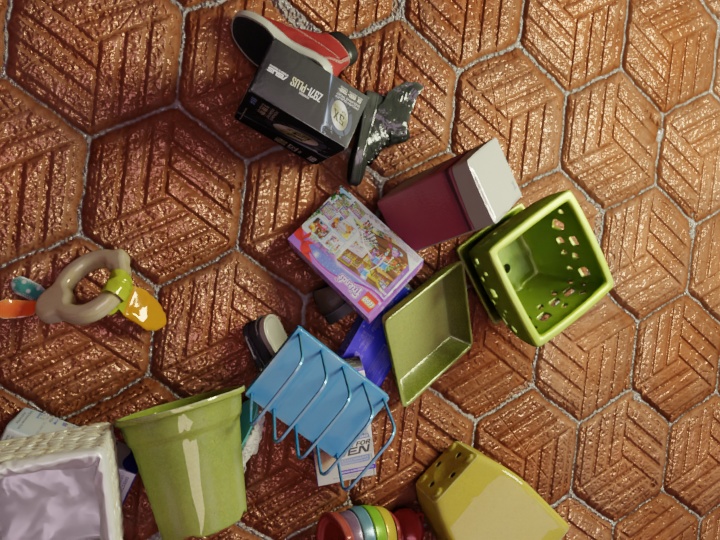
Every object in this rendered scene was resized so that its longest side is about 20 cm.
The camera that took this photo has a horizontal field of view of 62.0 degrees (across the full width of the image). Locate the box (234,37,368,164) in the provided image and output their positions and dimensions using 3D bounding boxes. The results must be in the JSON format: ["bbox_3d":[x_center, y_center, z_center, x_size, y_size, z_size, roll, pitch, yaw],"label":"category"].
[{"bbox_3d":[-0.100,-0.253,0.939,0.161,0.199,0.088,27,84,-18],"label":"box"}]

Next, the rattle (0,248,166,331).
[{"bbox_3d":[-0.431,0.056,0.937,0.196,0.143,0.133,-24,68,0],"label":"rattle"}]

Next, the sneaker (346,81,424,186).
[{"bbox_3d":[0.043,-0.241,1.061,0.102,0.060,0.205,12,86,-14],"label":"sneaker"}]

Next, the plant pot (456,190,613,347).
[{"bbox_3d":[0.302,-0.008,1.098,0.198,0.181,0.202,-34,103,-14],"label":"plant pot"}]

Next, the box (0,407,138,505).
[{"bbox_3d":[-0.464,0.340,0.903,0.197,0.105,0.187,27,85,-17],"label":"box"}]

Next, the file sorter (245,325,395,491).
[{"bbox_3d":[-0.060,0.217,0.922,0.199,0.123,0.139,39,97,-17],"label":"file sorter"}]

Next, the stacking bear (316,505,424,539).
[{"bbox_3d":[0.029,0.479,1.075,0.196,0.114,0.124,5,110,-30],"label":"stacking bear"}]

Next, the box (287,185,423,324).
[{"bbox_3d":[-0.009,-0.030,1.016,0.137,0.039,0.200,-43,74,-12],"label":"box"}]

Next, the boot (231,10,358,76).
[{"bbox_3d":[-0.106,-0.385,1.007,0.197,0.073,0.145,31,46,7],"label":"boot"}]

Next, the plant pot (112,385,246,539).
[{"bbox_3d":[-0.253,0.292,0.903,0.195,0.200,0.189,-12,85,-17],"label":"plant pot"}]

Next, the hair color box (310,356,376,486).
[{"bbox_3d":[-0.038,0.260,1.035,0.106,0.065,0.205,-9,106,-7],"label":"hair color box"}]

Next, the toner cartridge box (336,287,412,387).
[{"bbox_3d":[0.031,0.119,1.087,0.094,0.043,0.203,34,83,-18],"label":"toner cartridge box"}]

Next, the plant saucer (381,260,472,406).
[{"bbox_3d":[0.114,0.106,1.068,0.198,0.047,0.204,-35,128,-28],"label":"plant saucer"}]

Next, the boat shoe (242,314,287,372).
[{"bbox_3d":[-0.145,0.173,1.035,0.061,0.073,0.204,-11,107,26],"label":"boat shoe"}]

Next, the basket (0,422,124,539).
[{"bbox_3d":[-0.416,0.321,0.779,0.193,0.160,0.206,-6,96,-18],"label":"basket"}]

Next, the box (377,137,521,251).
[{"bbox_3d":[0.148,-0.122,1.014,0.128,0.197,0.111,-40,105,-46],"label":"box"}]

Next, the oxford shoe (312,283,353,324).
[{"bbox_3d":[0.000,0.000,1.056,0.199,0.073,0.085,-39,99,-13],"label":"oxford shoe"}]

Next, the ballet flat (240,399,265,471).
[{"bbox_3d":[-0.212,0.314,1.015,0.071,0.072,0.203,32,85,-17],"label":"ballet flat"}]

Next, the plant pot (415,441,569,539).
[{"bbox_3d":[0.213,0.435,1.095,0.194,0.195,0.201,-42,98,-11],"label":"plant pot"}]
